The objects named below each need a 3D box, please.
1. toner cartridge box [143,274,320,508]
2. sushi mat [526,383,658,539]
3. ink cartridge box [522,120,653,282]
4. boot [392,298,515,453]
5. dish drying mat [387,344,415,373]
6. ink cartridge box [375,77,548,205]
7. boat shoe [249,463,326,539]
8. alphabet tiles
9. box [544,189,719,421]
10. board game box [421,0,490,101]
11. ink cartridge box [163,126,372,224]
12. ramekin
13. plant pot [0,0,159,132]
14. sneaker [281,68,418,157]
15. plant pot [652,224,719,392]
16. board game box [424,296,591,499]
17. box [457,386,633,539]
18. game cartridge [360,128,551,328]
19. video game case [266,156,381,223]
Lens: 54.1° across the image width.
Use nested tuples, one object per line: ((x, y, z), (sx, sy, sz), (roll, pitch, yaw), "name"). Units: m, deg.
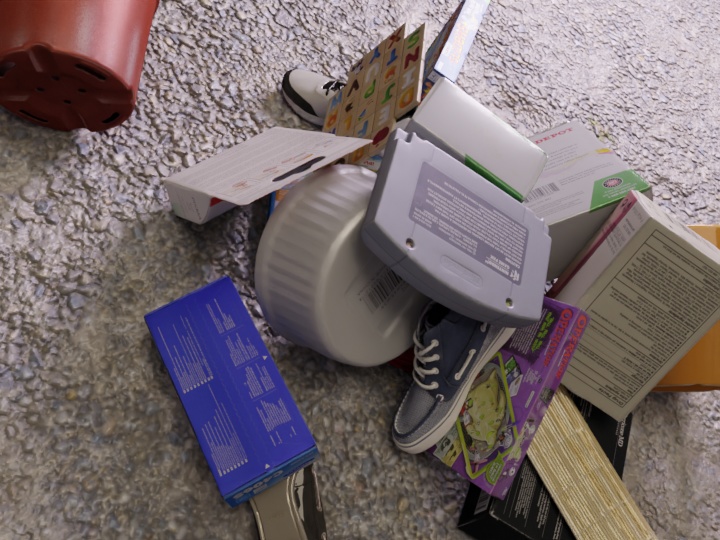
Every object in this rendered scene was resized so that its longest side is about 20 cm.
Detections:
((-0.125, 0.110, 0.673), (0.094, 0.043, 0.201), (-26, 63, -11), "toner cartridge box")
((0.229, 0.214, 0.734), (0.095, 0.012, 0.201), (-20, 73, -31), "sushi mat")
((0.250, -0.093, 0.882), (0.144, 0.088, 0.201), (-21, 37, 2), "ink cartridge box")
((0.076, 0.091, 0.729), (0.090, 0.073, 0.201), (32, 92, -38), "boot")
((0.073, 0.030, 0.858), (0.076, 0.018, 0.201), (22, 56, -11), "dish drying mat")
((0.092, -0.093, 0.804), (0.146, 0.200, 0.083), (35, 56, -1), "ink cartridge box")
((-0.071, 0.219, 0.673), (0.066, 0.057, 0.202), (-17, 61, 8), "boat shoe")
((0.010, -0.192, 0.798), (0.006, 0.166, 0.202), (33, 47, -31), "alphabet tiles")
((0.288, 0.037, 0.766), (0.127, 0.201, 0.109), (33, 23, -4), "box")
((0.110, -0.286, 0.981), (0.034, 0.135, 0.201), (31, 54, -9), "board game box")
((-0.099, -0.097, 0.747), (0.160, 0.199, 0.050), (-32, 121, -26), "ink cartridge box")
((0.000, 0.000, 0.723), (0.199, 0.202, 0.097), (-24, 31, -33), "ramekin")
((-0.312, -0.272, 0.761), (0.199, 0.201, 0.197), (6, 68, -21), "plant pot")
((-0.009, -0.221, 0.919), (0.198, 0.080, 0.074), (25, 57, 2), "sneaker")
((0.402, 0.058, 0.897), (0.198, 0.200, 0.185), (6, 76, -21), "plant pot")
((0.143, 0.116, 0.732), (0.032, 0.120, 0.201), (31, 85, -33), "board game box")
((0.207, 0.217, 0.775), (0.140, 0.079, 0.201), (30, 54, -3), "box")
((0.094, -0.031, 0.665), (0.199, 0.041, 0.134), (29, 55, -21), "game cartridge")
((-0.042, -0.073, 0.865), (0.142, 0.018, 0.202), (12, 58, -17), "video game case")
